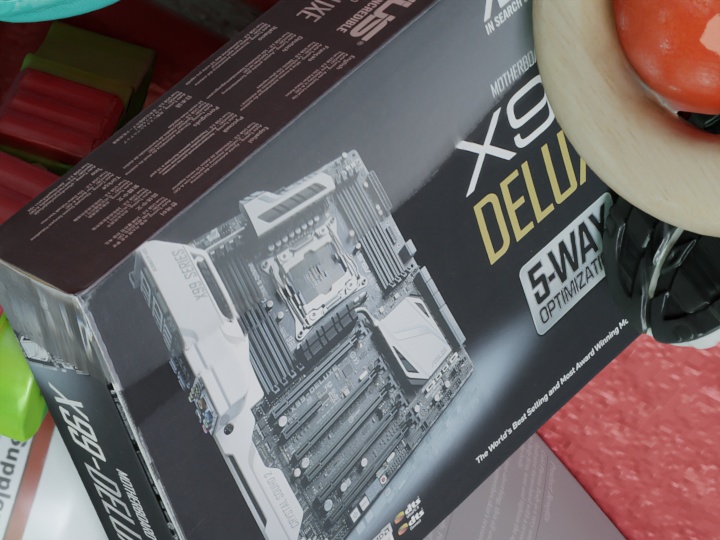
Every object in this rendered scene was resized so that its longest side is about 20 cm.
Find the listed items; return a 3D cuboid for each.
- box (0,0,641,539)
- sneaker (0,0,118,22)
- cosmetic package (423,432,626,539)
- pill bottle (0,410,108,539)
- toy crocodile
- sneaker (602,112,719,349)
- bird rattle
[{"bbox_3d":[0.000,0.000,0.797,0.050,0.200,0.158,24,144,42],"label":"box"},{"bbox_3d":[-0.071,-0.144,0.762,0.200,0.084,0.121,-47,155,8],"label":"sneaker"},{"bbox_3d":[0.049,0.134,0.961,0.090,0.107,0.200,-19,122,30],"label":"cosmetic package"},{"bbox_3d":[-0.135,0.052,0.858,0.199,0.112,0.112,16,133,-9],"label":"pill bottle"},{"bbox_3d":[-0.104,-0.012,0.804,0.067,0.200,0.062,20,132,4],"label":"toy crocodile"},{"bbox_3d":[0.161,-0.048,0.803,0.200,0.074,0.079,-39,153,28],"label":"sneaker"},{"bbox_3d":[0.123,-0.064,0.737,0.163,0.113,0.201,13,102,33],"label":"bird rattle"}]
